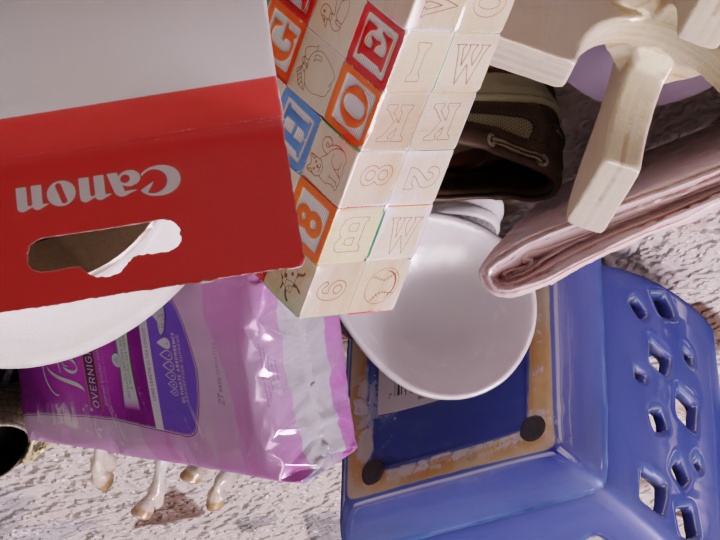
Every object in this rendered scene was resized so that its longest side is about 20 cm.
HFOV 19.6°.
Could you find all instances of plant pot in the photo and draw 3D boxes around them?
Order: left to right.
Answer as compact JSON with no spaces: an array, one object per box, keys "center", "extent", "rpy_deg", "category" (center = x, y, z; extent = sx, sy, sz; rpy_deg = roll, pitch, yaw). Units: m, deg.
[{"center":[0.095,0.098,1.256],"extent":[0.199,0.201,0.180],"rpy_deg":[-18,142,28],"category":"plant pot"}]

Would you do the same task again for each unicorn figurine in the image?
[{"center":[-0.105,0.084,1.272],"extent":[0.200,0.074,0.138],"rpy_deg":[-24,139,-66],"category":"unicorn figurine"}]

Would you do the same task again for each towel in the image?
[{"center":[0.167,-0.045,1.100],"extent":[0.190,0.032,0.200],"rpy_deg":[-21,-175,18],"category":"towel"}]

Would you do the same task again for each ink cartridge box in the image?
[{"center":[-0.114,-0.086,0.840],"extent":[0.160,0.201,0.050],"rpy_deg":[-9,149,-2],"category":"ink cartridge box"}]

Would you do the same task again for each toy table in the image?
[{"center":[0.141,-0.118,0.959],"extent":[0.182,0.118,0.201],"rpy_deg":[10,140,2],"category":"toy table"}]

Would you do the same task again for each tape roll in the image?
[{"center":[-0.138,-0.047,0.960],"extent":[0.202,0.037,0.204],"rpy_deg":[-25,136,-27],"category":"tape roll"}]

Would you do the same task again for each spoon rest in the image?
[{"center":[0.000,0.000,1.121],"extent":[0.199,0.100,0.061],"rpy_deg":[23,166,1],"category":"spoon rest"}]

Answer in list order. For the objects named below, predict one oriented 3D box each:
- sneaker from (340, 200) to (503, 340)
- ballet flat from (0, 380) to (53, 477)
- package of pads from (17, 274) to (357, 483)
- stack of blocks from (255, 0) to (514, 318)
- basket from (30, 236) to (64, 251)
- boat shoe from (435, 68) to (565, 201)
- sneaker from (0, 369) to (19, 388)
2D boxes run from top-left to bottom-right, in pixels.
[{"center":[-0.010,0.011,1.193],"extent":[0.198,0.088,0.074],"rpy_deg":[-12,150,6],"category":"sneaker"},{"center":[-0.232,0.111,1.143],"extent":[0.199,0.046,0.068],"rpy_deg":[-18,137,-49],"category":"ballet flat"},{"center":[-0.097,0.037,1.101],"extent":[0.199,0.121,0.075],"rpy_deg":[5,-163,39],"category":"package of pads"},{"center":[-0.007,-0.095,0.919],"extent":[0.058,0.115,0.201],"rpy_deg":[-4,126,-41],"category":"stack of blocks"},{"center":[-0.229,-0.034,1.015],"extent":[0.199,0.136,0.181],"rpy_deg":[17,114,-44],"category":"basket"},{"center":[0.013,-0.064,1.088],"extent":[0.201,0.075,0.075],"rpy_deg":[-3,149,-11],"category":"boat shoe"},{"center":[-0.207,0.062,1.224],"extent":[0.199,0.072,0.072],"rpy_deg":[26,98,-43],"category":"sneaker"}]
